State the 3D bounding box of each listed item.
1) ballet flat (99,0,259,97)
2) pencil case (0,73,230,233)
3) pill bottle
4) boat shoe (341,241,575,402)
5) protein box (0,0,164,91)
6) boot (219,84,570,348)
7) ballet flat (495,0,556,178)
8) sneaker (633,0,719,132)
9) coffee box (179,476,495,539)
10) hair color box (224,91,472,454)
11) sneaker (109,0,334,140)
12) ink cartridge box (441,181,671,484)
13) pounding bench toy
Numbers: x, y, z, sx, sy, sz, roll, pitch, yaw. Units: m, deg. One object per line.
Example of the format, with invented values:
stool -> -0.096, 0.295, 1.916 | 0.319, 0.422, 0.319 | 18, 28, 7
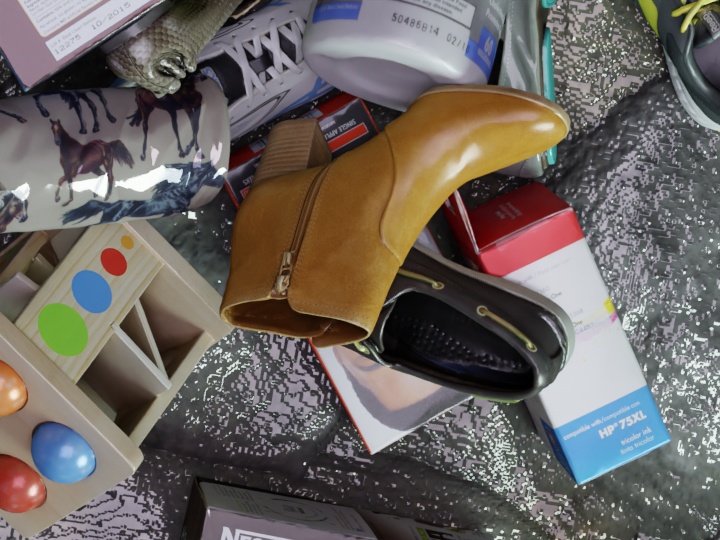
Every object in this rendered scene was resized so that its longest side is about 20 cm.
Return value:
ballet flat -> -0.095, -0.144, 1.478 | 0.067, 0.200, 0.046 | -32, 98, 23
pencil case -> -0.170, -0.068, 1.439 | 0.199, 0.078, 0.090 | -7, 56, -25
pill bottle -> 0.043, -0.204, 1.502 | 0.113, 0.114, 0.201 | 18, 76, -10
boat shoe -> 0.025, 0.023, 1.494 | 0.200, 0.061, 0.072 | 16, 115, 13
protein box -> -0.191, -0.229, 1.443 | 0.135, 0.199, 0.201 | -32, 102, -2
boot -> 0.020, -0.026, 1.452 | 0.200, 0.145, 0.071 | -6, 145, 22
ballet flat -> 0.094, -0.158, 1.565 | 0.063, 0.067, 0.201 | 5, 97, 10
sneaker -> 0.204, -0.174, 1.566 | 0.074, 0.085, 0.201 | -34, 102, -2
coffee box -> -0.018, 0.209, 1.599 | 0.199, 0.080, 0.114 | 13, 98, -10
hair color box -> 0.000, 0.000, 1.578 | 0.101, 0.061, 0.201 | -29, 102, -2
sneaker -> -0.069, -0.120, 1.544 | 0.199, 0.072, 0.072 | -29, 100, -4
ink cartridge box -> 0.114, 0.019, 1.568 | 0.067, 0.116, 0.201 | -24, 102, -2
pounding bench toy -> -0.205, 0.030, 1.485 | 0.200, 0.156, 0.124 | 46, 135, -12
